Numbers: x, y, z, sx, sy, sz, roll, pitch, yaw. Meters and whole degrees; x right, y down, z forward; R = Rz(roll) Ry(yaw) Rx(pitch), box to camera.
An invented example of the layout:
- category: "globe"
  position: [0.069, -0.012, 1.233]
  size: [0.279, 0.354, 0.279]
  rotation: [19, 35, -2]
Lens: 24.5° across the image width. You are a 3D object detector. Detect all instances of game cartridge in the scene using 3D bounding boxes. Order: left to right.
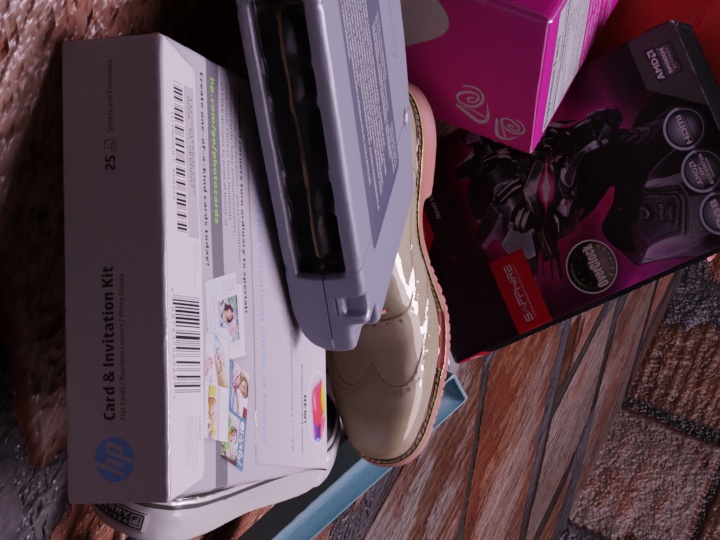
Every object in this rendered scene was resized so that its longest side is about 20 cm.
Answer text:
- category: "game cartridge"
  position: [-0.011, -0.086, 0.671]
  size: [0.134, 0.041, 0.201]
  rotation: [-80, 165, -53]

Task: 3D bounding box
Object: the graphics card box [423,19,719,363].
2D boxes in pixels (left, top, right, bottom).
- category: "graphics card box"
  position: [0.119, -0.041, 0.938]
  size: [0.051, 0.199, 0.127]
  rotation: [-8, 75, -66]

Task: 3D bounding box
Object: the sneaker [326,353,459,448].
- category: "sneaker"
  position: [0.029, 0.046, 1.002]
  size: [0.082, 0.075, 0.200]
  rotation: [-49, 175, 27]

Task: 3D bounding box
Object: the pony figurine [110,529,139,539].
- category: "pony figurine"
  position: [-0.073, 0.226, 0.762]
  size: [0.202, 0.191, 0.166]
  rotation: [-70, -162, 4]

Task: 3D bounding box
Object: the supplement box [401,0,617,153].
- category: "supplement box"
  position: [0.089, -0.178, 0.893]
  size: [0.201, 0.100, 0.104]
  rotation: [-57, 162, -34]

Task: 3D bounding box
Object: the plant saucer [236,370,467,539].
- category: "plant saucer"
  position: [-0.020, 0.128, 0.948]
  size: [0.200, 0.019, 0.070]
  rotation: [-41, 162, -3]

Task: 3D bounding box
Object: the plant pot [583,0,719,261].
- category: "plant pot"
  position: [0.163, -0.134, 1.032]
  size: [0.202, 0.194, 0.202]
  rotation: [-59, 163, -31]

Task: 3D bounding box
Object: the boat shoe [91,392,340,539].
- category: "boat shoe"
  position: [-0.055, 0.072, 0.791]
  size: [0.200, 0.070, 0.064]
  rotation: [-23, 134, -68]

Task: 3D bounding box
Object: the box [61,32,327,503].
- category: "box"
  position: [-0.057, 0.005, 0.641]
  size: [0.200, 0.041, 0.158]
  rotation: [11, 77, -75]

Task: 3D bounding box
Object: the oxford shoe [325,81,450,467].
- category: "oxford shoe"
  position: [0.000, 0.000, 0.837]
  size: [0.074, 0.070, 0.202]
  rotation: [1, 84, -67]
